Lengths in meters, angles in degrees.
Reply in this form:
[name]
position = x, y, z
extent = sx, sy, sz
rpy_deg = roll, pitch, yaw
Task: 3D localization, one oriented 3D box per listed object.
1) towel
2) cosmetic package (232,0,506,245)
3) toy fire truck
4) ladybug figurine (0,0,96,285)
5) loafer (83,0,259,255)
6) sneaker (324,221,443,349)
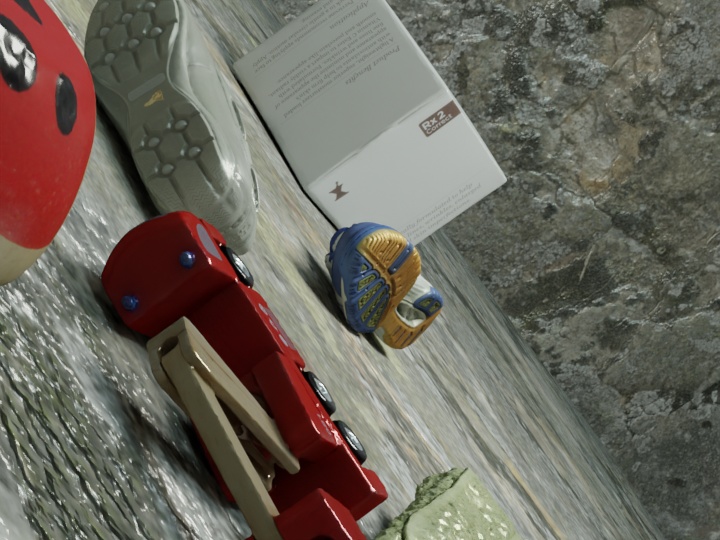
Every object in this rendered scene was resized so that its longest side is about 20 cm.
[towel]
position = 0.071, 0.173, 0.973
extent = 0.149, 0.036, 0.200
rpy_deg = 51, 11, 4
[cosmetic package]
position = 0.009, -0.145, 1.865
extent = 0.165, 0.164, 0.201
rpy_deg = 49, 9, -51
[toy fire truck]
position = -0.046, 0.056, 0.728
extent = 0.201, 0.049, 0.141
rpy_deg = 56, 6, 18
[ladybug figurine]
position = -0.136, -0.066, 0.567
extent = 0.136, 0.072, 0.200
rpy_deg = 56, 6, 16
[loafer]
position = -0.104, -0.087, 1.052
extent = 0.070, 0.070, 0.201
rpy_deg = 56, 10, -49
[sneaker]
position = 0.000, 0.000, 1.465
extent = 0.088, 0.075, 0.200
rpy_deg = 44, -5, 20
